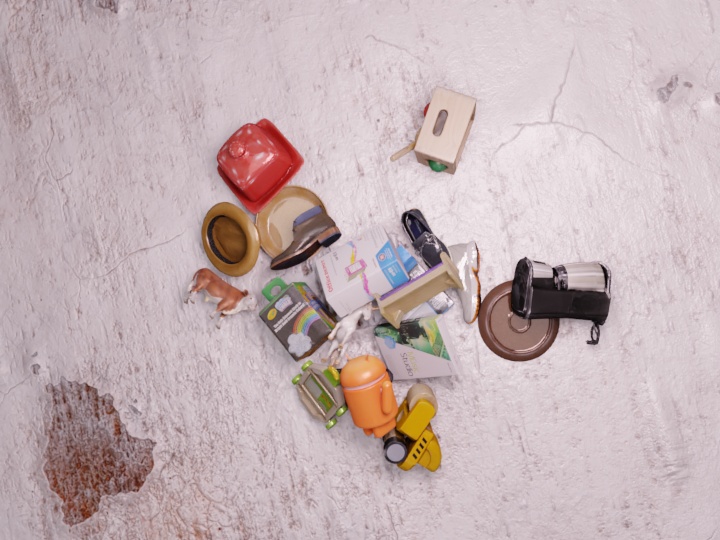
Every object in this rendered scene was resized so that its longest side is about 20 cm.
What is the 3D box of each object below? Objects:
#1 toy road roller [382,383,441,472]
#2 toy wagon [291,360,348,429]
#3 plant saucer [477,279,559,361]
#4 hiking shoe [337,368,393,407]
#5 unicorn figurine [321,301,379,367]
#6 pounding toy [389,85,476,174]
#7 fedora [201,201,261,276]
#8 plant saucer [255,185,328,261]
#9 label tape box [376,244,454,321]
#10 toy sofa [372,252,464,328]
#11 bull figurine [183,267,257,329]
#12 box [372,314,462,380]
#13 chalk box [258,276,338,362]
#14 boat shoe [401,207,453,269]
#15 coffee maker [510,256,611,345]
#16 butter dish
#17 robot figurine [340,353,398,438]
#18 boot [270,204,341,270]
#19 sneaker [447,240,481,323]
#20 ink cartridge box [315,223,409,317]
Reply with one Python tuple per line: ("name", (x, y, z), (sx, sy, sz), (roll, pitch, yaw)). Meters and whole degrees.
("toy road roller", (0.148, 0.394, 1.482), (0.145, 0.123, 0.201), (31, 96, -5))
("toy wagon", (-0.091, 0.295, 1.502), (0.155, 0.039, 0.201), (49, 134, 15))
("plant saucer", (0.387, 0.123, 1.488), (0.197, 0.034, 0.203), (0, 88, 10))
("hiking shoe", (-0.005, 0.296, 1.532), (0.198, 0.076, 0.102), (-9, 96, 23))
("unicorn figurine", (-0.033, 0.155, 1.499), (0.074, 0.138, 0.200), (41, 131, -2))
("pounding toy", (0.177, -0.319, 1.455), (0.141, 0.184, 0.202), (20, 92, 9))
("fedora", (-0.320, -0.084, 1.572), (0.198, 0.082, 0.204), (7, 103, 30))
("plant saucer", (-0.173, -0.119, 1.584), (0.197, 0.035, 0.203), (0, 89, 10))
("label tape box", (0.116, 0.056, 1.518), (0.143, 0.066, 0.200), (-43, 85, 7))
("toy sofa", (0.131, 0.037, 1.413), (0.199, 0.083, 0.098), (-31, 48, 15))
("bull figurine", (-0.365, 0.073, 1.588), (0.199, 0.065, 0.122), (32, 61, 16))
("box", (0.134, 0.187, 1.460), (0.198, 0.036, 0.146), (-15, 103, 41))
("chalk box", (-0.164, 0.109, 1.535), (0.125, 0.124, 0.201), (-41, 82, 7))
("boat shoe", (0.160, -0.067, 1.493), (0.074, 0.062, 0.201), (-39, 70, 29))
("coffee maker", (0.458, 0.069, 1.398), (0.197, 0.135, 0.195), (1, 77, -6))
("butter dish", (-0.280, -0.284, 1.536), (0.200, 0.148, 0.200), (-44, 68, 6))
("robot figurine", (0.021, 0.285, 1.421), (0.115, 0.144, 0.202), (-18, 99, 1))
("boot", (-0.152, -0.081, 1.534), (0.198, 0.075, 0.098), (-28, 73, 1))
("sneaker", (0.248, 0.030, 1.500), (0.091, 0.076, 0.203), (-3, 82, 18))
("ink cartridge box", (0.000, 0.000, 1.496), (0.199, 0.085, 0.145), (-30, 45, 8))
